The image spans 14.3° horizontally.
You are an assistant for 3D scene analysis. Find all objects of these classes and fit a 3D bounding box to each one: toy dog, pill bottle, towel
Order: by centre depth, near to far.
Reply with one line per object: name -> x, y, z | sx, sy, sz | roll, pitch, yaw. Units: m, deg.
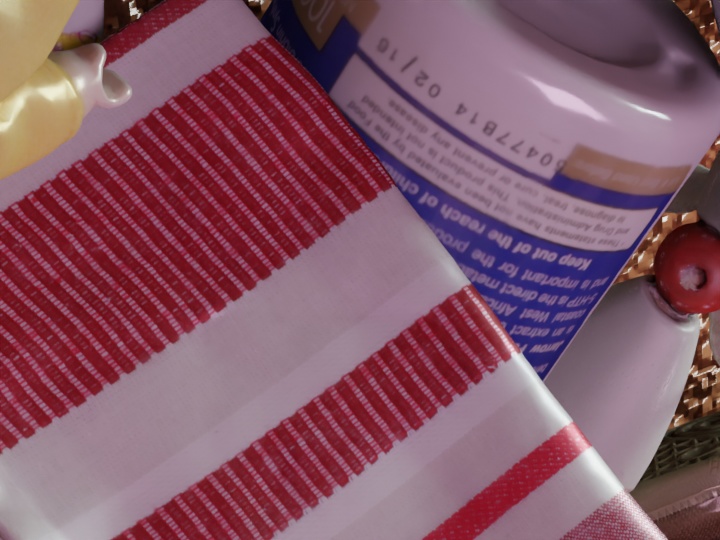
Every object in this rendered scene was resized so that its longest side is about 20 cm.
towel -> -0.026, 0.040, 0.671 | 0.144, 0.023, 0.200 | -35, 83, -25
pill bottle -> 0.000, 0.000, 0.786 | 0.119, 0.120, 0.201 | 13, 121, -37
toy dog -> 0.087, 0.025, 0.881 | 0.199, 0.096, 0.133 | -27, 89, 15

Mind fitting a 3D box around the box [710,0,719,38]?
box -> 0.177, -0.089, 0.791 | 0.200, 0.040, 0.138 | -39, 123, -31

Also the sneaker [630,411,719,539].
sneaker -> 0.168, 0.076, 0.955 | 0.199, 0.070, 0.076 | -16, 96, -15

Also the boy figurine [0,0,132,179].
boy figurine -> -0.099, -0.066, 0.630 | 0.200, 0.064, 0.124 | -48, 129, -5

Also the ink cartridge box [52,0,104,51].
ink cartridge box -> -0.142, -0.056, 0.702 | 0.145, 0.087, 0.201 | -14, 121, -28
